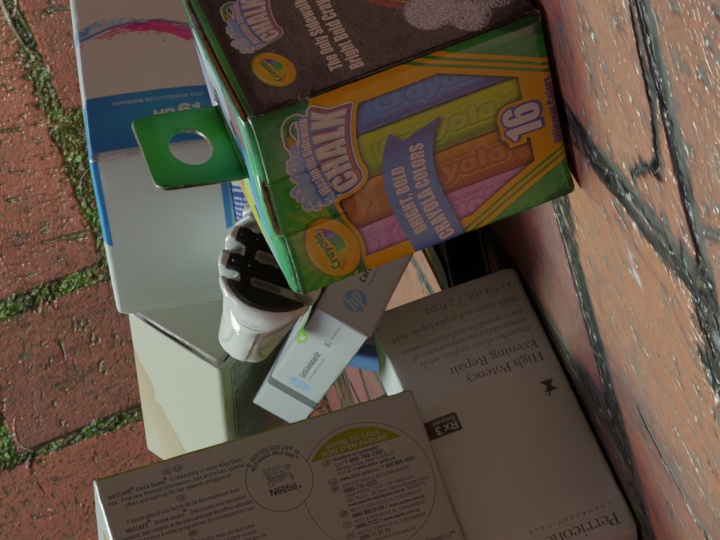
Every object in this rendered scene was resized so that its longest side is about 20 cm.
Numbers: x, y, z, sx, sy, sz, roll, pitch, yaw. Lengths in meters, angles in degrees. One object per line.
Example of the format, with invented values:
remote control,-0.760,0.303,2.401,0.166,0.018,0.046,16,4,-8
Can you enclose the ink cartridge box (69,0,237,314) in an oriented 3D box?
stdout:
ink cartridge box,-0.128,-0.098,1.620,0.145,0.084,0.200,85,174,-49

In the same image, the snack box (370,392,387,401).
snack box,0.026,0.144,1.765,0.037,0.200,0.116,88,156,-76

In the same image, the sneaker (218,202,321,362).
sneaker,-0.040,-0.030,1.575,0.081,0.075,0.200,108,-173,-51

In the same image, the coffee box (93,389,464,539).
coffee box,-0.039,0.213,1.578,0.200,0.200,0.198,101,151,-68

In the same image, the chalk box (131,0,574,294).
chalk box,-0.012,-0.082,1.314,0.125,0.200,0.124,-115,7,-47

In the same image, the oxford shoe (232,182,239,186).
oxford shoe,-0.063,-0.078,1.723,0.200,0.075,0.058,2,138,45

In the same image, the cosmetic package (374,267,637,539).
cosmetic package,0.087,0.107,1.590,0.074,0.101,0.200,80,167,-56

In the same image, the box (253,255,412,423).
box,0.000,0.000,1.634,0.041,0.156,0.200,28,158,-4

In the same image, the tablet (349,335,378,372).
tablet,0.004,0.056,1.866,0.130,0.199,0.014,105,177,-80

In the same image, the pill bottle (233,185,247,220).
pill bottle,-0.045,-0.077,1.838,0.111,0.111,0.200,-122,12,-67

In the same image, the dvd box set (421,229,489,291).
dvd box set,0.038,-0.073,1.795,0.146,0.029,0.200,75,172,-50

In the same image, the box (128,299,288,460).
box,-0.094,0.062,1.761,0.078,0.095,0.200,31,153,17
